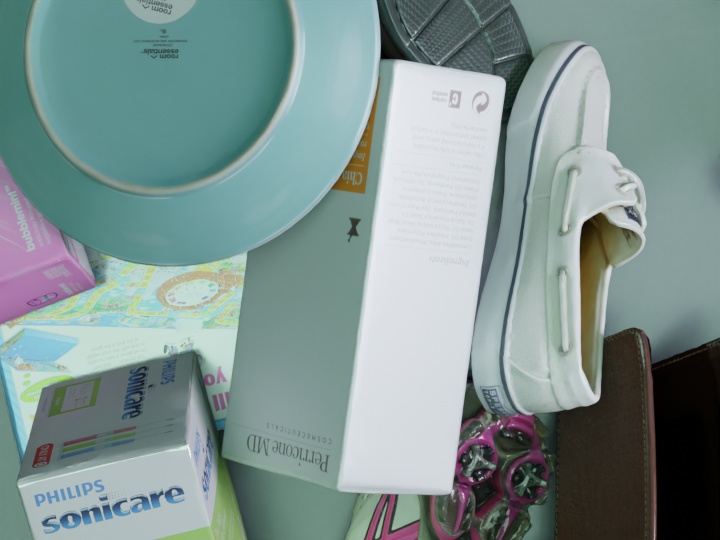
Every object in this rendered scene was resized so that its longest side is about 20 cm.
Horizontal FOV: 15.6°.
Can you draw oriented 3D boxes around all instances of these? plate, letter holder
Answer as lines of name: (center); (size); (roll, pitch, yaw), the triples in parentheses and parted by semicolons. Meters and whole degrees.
plate: (-0.089, -0.102, 1.215); (0.199, 0.026, 0.201); (-1, 87, 17)
letter holder: (0.167, 0.129, 1.236); (0.100, 0.142, 0.201); (10, 73, -23)

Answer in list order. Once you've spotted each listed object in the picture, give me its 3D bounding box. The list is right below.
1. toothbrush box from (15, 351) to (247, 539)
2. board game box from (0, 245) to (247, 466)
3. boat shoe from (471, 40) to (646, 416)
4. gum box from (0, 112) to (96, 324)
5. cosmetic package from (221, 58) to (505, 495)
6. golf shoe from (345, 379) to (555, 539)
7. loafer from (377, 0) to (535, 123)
toothbrush box: (-0.094, 0.159, 1.261); (0.086, 0.146, 0.201); (-12, 106, 1)
board game box: (-0.088, 0.016, 1.331); (0.199, 0.034, 0.135); (-13, 91, 2)
boat shoe: (0.107, -0.023, 1.274); (0.070, 0.071, 0.201); (-2, 59, 28)
gum box: (-0.219, -0.069, 1.293); (0.113, 0.066, 0.201); (-21, 75, 1)
cosmetic package: (0.000, 0.000, 1.252); (0.071, 0.101, 0.201); (6, 92, -38)
golf shoe: (0.025, 0.150, 1.314); (0.072, 0.092, 0.200); (28, 90, -29)
loafer: (0.009, -0.150, 1.320); (0.200, 0.063, 0.072); (49, 61, -4)
